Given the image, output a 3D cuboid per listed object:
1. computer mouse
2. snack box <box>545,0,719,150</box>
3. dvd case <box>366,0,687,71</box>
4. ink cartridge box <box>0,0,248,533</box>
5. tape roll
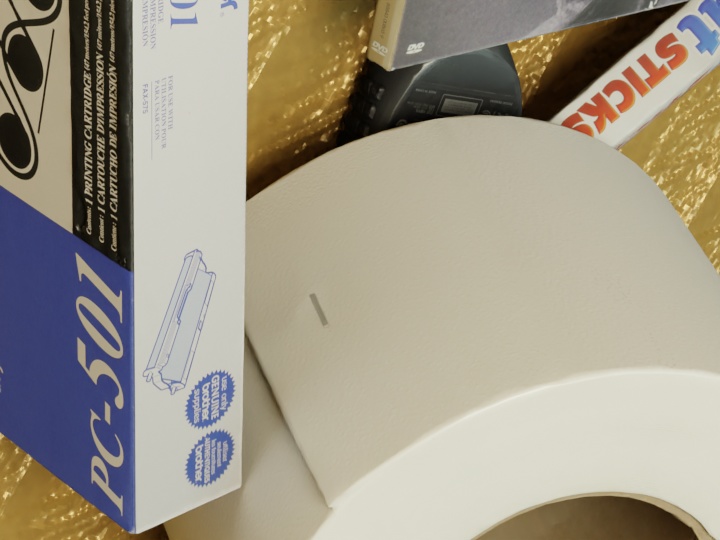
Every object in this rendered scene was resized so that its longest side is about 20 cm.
[{"bbox_3d":[0.000,0.000,1.008,0.059,0.034,0.200,9,115,-34],"label":"computer mouse"},{"bbox_3d":[0.123,-0.086,1.051,0.200,0.024,0.072,-40,177,-21],"label":"snack box"},{"bbox_3d":[0.077,-0.164,0.916,0.149,0.016,0.200,-16,129,-41],"label":"dvd case"},{"bbox_3d":[-0.076,-0.034,0.851,0.044,0.094,0.200,-23,130,-35],"label":"ink cartridge box"},{"bbox_3d":[0.040,0.070,0.954,0.202,0.139,0.203,-11,128,-14],"label":"tape roll"}]
